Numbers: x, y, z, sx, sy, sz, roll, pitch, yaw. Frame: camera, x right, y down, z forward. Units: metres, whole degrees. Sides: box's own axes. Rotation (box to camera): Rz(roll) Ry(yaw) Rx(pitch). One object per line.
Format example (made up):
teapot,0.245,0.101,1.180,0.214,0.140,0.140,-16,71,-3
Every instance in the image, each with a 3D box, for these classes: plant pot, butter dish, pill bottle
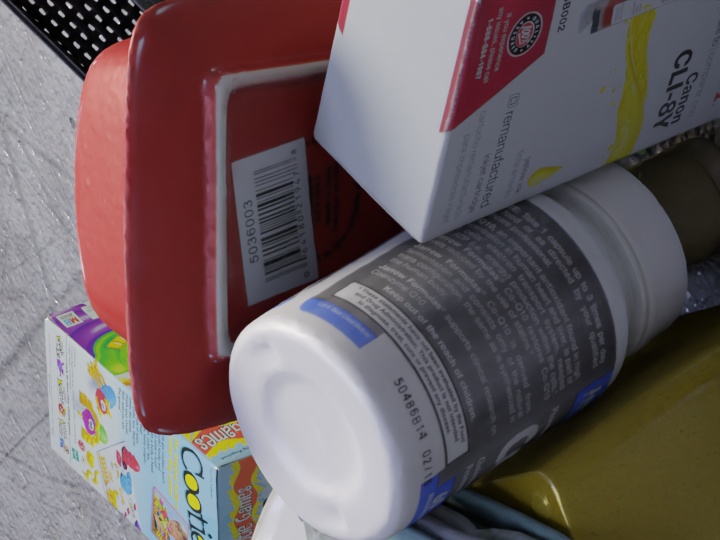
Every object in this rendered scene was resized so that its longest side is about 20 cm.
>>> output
plant pot,0.143,0.135,1.411,0.200,0.176,0.201,-19,90,60
butter dish,-0.065,-0.044,1.404,0.148,0.199,0.201,15,110,45
pill bottle,0.048,0.030,1.348,0.114,0.200,0.114,32,138,35

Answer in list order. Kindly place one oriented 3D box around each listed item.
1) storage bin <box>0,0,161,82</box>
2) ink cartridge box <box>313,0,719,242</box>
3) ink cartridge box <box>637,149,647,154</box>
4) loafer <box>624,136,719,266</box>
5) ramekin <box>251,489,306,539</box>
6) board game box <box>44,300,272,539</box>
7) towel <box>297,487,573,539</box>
storage bin,-0.122,-0.167,1.657,0.200,0.094,0.135,44,157,-19
ink cartridge box,0.091,-0.117,1.324,0.083,0.200,0.145,45,142,31
ink cartridge box,0.024,-0.089,1.485,0.199,0.048,0.146,1,138,41
loafer,0.115,-0.011,1.476,0.076,0.067,0.200,65,149,9
ramekin,0.015,0.174,1.637,0.202,0.094,0.203,-32,50,47
board game box,-0.101,0.100,1.858,0.200,0.103,0.105,37,136,44
towel,0.045,0.180,1.378,0.200,0.048,0.172,24,130,51
